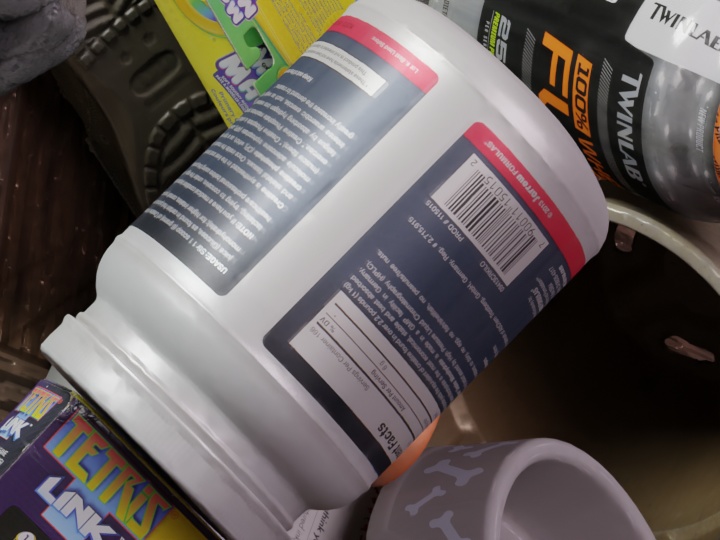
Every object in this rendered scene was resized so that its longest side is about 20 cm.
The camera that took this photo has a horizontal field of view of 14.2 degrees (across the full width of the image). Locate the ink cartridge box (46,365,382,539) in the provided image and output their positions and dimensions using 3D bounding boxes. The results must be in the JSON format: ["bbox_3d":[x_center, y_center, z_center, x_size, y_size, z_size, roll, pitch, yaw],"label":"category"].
[{"bbox_3d":[-0.052,0.112,1.253,0.200,0.067,0.116,39,52,-23],"label":"ink cartridge box"}]

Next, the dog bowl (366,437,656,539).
[{"bbox_3d":[0.081,0.164,1.252,0.200,0.059,0.201,39,40,-42],"label":"dog bowl"}]

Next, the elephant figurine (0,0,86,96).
[{"bbox_3d":[-0.192,-0.162,1.205,0.142,0.155,0.200,64,3,-52],"label":"elephant figurine"}]

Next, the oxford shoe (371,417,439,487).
[{"bbox_3d":[0.000,0.000,1.280,0.073,0.071,0.200,33,35,-24],"label":"oxford shoe"}]

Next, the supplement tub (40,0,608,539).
[{"bbox_3d":[-0.013,0.003,1.140,0.200,0.140,0.140,-45,108,-7],"label":"supplement tub"}]

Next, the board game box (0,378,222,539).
[{"bbox_3d":[-0.109,0.171,1.142,0.165,0.057,0.200,-47,108,-13],"label":"board game box"}]

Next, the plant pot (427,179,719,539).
[{"bbox_3d":[0.140,0.028,1.392,0.201,0.200,0.183,60,35,-6],"label":"plant pot"}]

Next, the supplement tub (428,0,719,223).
[{"bbox_3d":[0.134,-0.096,1.297,0.122,0.200,0.123,-18,120,-34],"label":"supplement tub"}]

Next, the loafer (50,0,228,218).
[{"bbox_3d":[-0.089,-0.076,1.290,0.076,0.067,0.200,-31,115,-8],"label":"loafer"}]

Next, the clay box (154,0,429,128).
[{"bbox_3d":[-0.032,-0.123,1.280,0.115,0.047,0.200,60,30,-15],"label":"clay box"}]
